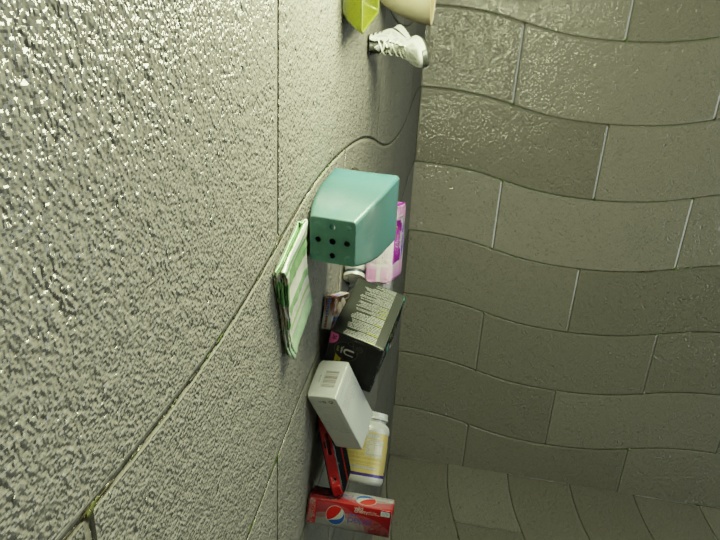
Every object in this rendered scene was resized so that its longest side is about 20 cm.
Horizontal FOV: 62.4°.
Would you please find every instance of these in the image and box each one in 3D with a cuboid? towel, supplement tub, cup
[{"bbox_3d":[-0.109,0.032,1.016,0.153,0.023,0.201,-75,168,-47],"label":"towel"},{"bbox_3d":[0.007,0.517,1.743,0.146,0.144,0.201,72,27,-70],"label":"supplement tub"},{"bbox_3d":[0.127,-0.760,1.572,0.200,0.142,0.202,7,90,-81],"label":"cup"}]

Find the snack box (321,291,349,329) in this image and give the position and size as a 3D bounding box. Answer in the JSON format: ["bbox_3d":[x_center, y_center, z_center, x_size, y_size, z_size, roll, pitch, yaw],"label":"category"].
[{"bbox_3d":[-0.057,0.091,1.394,0.200,0.024,0.072,-7,106,-82],"label":"snack box"}]

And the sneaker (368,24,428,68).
[{"bbox_3d":[0.085,-0.541,1.471,0.201,0.115,0.076,-123,-161,-46],"label":"sneaker"}]

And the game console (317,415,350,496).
[{"bbox_3d":[-0.063,0.424,1.443,0.177,0.031,0.202,-15,94,-86],"label":"game console"}]

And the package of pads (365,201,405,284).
[{"bbox_3d":[0.064,-0.072,1.497,0.120,0.075,0.202,-35,131,-70],"label":"package of pads"}]

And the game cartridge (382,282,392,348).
[{"bbox_3d":[0.085,0.134,1.916,0.130,0.038,0.201,-82,169,-56],"label":"game cartridge"}]

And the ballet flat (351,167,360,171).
[{"bbox_3d":[-0.016,-0.195,1.395,0.046,0.067,0.200,-39,-169,19],"label":"ballet flat"}]

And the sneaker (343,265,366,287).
[{"bbox_3d":[0.000,0.000,1.569,0.200,0.076,0.081,70,18,-74],"label":"sneaker"}]

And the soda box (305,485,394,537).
[{"bbox_3d":[-0.023,0.562,1.391,0.070,0.198,0.064,-20,117,-81],"label":"soda box"}]

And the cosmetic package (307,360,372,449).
[{"bbox_3d":[-0.041,0.301,1.325,0.102,0.074,0.201,-67,148,-42],"label":"cosmetic package"}]

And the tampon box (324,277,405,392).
[{"bbox_3d":[0.008,0.148,1.386,0.200,0.125,0.151,-61,169,-51],"label":"tampon box"}]

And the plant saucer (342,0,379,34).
[{"bbox_3d":[0.000,-0.596,1.179,0.200,0.047,0.201,-71,165,-54],"label":"plant saucer"}]

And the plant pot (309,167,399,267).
[{"bbox_3d":[-0.021,-0.093,1.150,0.200,0.140,0.142,-55,151,-57],"label":"plant pot"}]
